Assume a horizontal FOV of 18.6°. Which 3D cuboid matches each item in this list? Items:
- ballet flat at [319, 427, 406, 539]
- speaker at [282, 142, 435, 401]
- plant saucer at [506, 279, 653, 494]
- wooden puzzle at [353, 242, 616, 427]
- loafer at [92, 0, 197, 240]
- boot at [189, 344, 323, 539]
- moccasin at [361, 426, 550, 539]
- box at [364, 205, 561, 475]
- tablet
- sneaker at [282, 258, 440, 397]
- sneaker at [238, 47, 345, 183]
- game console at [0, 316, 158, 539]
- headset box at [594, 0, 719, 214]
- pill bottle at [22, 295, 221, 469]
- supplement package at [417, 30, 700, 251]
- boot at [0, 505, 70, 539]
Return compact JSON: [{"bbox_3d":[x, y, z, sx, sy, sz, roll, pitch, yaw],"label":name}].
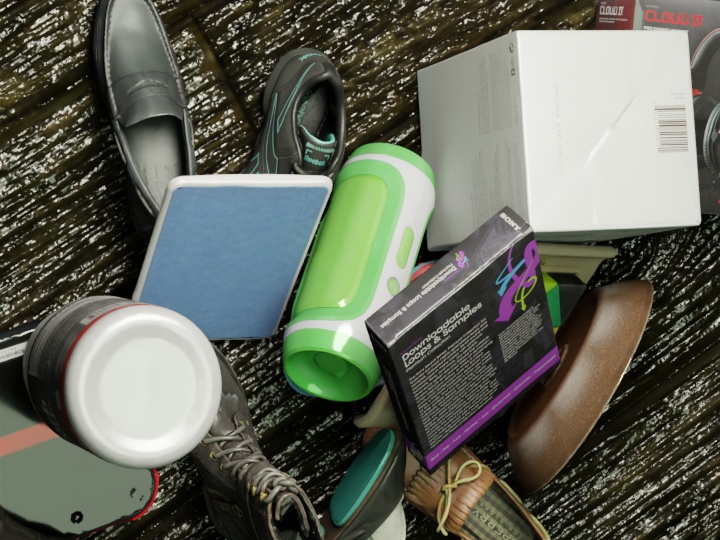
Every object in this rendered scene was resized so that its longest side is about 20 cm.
[{"bbox_3d":[-0.009,0.215,1.794,0.068,0.068,0.200,33,108,-20],"label":"ballet flat"},{"bbox_3d":[0.000,0.000,1.728,0.088,0.088,0.201,33,54,-22],"label":"speaker"},{"bbox_3d":[0.170,0.087,1.797,0.036,0.200,0.201,30,86,-5],"label":"plant saucer"},{"bbox_3d":[0.105,0.057,1.763,0.184,0.037,0.201,2,130,-51],"label":"wooden puzzle"},{"bbox_3d":[-0.160,-0.122,1.691,0.067,0.070,0.203,-11,90,-19],"label":"loafer"},{"bbox_3d":[-0.084,0.152,1.704,0.069,0.174,0.201,-27,107,-15],"label":"boot"},{"bbox_3d":[0.083,0.189,1.835,0.074,0.078,0.201,-46,108,-9],"label":"moccasin"},{"bbox_3d":[0.081,0.055,1.672,0.143,0.036,0.201,-39,149,-14],"label":"box"},{"bbox_3d":[-0.105,-0.008,1.696,0.129,0.014,0.201,-1,142,-20],"label":"tablet"},{"bbox_3d":[0.040,0.056,1.790,0.199,0.095,0.080,-28,107,-16],"label":"sneaker"},{"bbox_3d":[-0.057,-0.076,1.744,0.075,0.079,0.202,8,96,-23],"label":"sneaker"},{"bbox_3d":[-0.265,0.135,1.721,0.198,0.031,0.178,-18,99,-19],"label":"game console"},{"bbox_3d":[0.271,-0.152,1.864,0.147,0.075,0.202,4,96,-21],"label":"headset box"},{"bbox_3d":[-0.182,0.078,1.625,0.115,0.200,0.117,-1,93,-20],"label":"pill bottle"},{"bbox_3d":[0.153,-0.100,1.745,0.149,0.200,0.153,-2,87,-21],"label":"supplement package"},{"bbox_3d":[-0.302,0.253,1.674,0.173,0.069,0.201,28,94,-34],"label":"boot"}]
